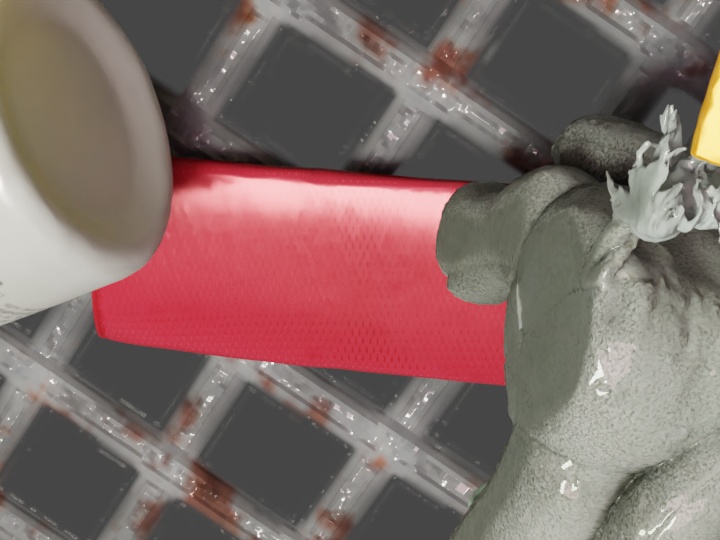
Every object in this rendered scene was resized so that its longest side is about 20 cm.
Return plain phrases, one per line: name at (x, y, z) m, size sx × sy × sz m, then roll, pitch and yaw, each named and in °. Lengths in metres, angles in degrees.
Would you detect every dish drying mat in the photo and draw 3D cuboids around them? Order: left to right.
dish drying mat at (0.000, 0.000, 0.923) m, size 0.199 × 0.018 × 0.077 m, roll 5°, pitch 112°, yaw 11°

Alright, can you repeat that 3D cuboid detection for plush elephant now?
plush elephant at (0.125, 0.020, 0.810) m, size 0.154 × 0.166 × 0.200 m, roll 8°, pitch 150°, yaw -19°

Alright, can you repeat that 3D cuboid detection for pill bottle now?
pill bottle at (-0.175, -0.023, 0.899) m, size 0.199 × 0.114 × 0.115 m, roll -20°, pitch 106°, yaw 27°

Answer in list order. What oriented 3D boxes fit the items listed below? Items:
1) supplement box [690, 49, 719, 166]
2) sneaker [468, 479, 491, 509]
supplement box at (0.160, -0.107, 0.741) m, size 0.073 × 0.200 × 0.127 m, roll 19°, pitch 116°, yaw 9°
sneaker at (0.132, 0.109, 0.901) m, size 0.199 × 0.074 × 0.119 m, roll -6°, pitch 117°, yaw 18°
